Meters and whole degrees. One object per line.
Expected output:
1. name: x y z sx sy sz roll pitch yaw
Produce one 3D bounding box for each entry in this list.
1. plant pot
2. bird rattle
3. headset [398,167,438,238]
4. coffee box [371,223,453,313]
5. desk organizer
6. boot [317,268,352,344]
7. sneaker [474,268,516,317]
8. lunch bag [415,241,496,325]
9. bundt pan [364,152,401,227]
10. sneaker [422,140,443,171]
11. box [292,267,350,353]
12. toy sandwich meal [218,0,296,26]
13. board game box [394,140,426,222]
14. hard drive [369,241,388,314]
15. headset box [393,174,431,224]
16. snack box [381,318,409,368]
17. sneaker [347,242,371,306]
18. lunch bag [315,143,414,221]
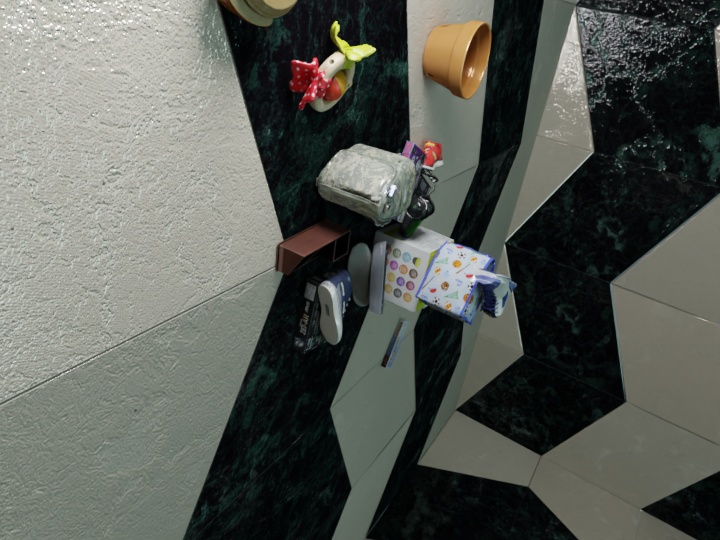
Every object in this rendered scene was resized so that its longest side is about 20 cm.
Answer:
1. plant pot: 0.264 -0.599 1.539 0.200 0.138 0.203 -45 147 -40
2. bird rattle: -0.057 -0.383 1.104 0.202 0.111 0.164 -57 170 -16
3. headset: 0.165 -0.193 1.609 0.202 0.093 0.123 -60 163 23
4. coffee box: 0.154 -0.019 1.734 0.199 0.195 0.204 -25 133 -56
5. desk organizer: -0.108 -0.051 1.300 0.199 0.076 0.073 -35 141 -51
6. boot: -0.056 0.097 1.432 0.090 0.072 0.203 -37 141 -37
7. sneaker: 0.373 0.070 1.530 0.198 0.079 0.118 22 88 -56
8. lunch bag: 0.284 0.029 1.601 0.124 0.168 0.204 34 79 -58
9. bundt pan: 0.053 -0.227 1.489 0.202 0.075 0.205 -47 150 -38
10. sneaker: 0.208 -0.363 1.727 0.200 0.075 0.087 -39 133 -59
11. box: -0.105 0.105 1.482 0.159 0.043 0.204 -22 129 -59
12. toy sandwich meal: -0.152 -0.488 0.849 0.205 0.069 0.209 -42 141 -46
13. board game box: 0.120 -0.238 1.500 0.119 0.032 0.204 12 100 -62
14. hard drive: 0.053 0.023 1.583 0.135 0.041 0.206 30 64 -84
15. headset box: 0.139 -0.225 1.674 0.152 0.076 0.199 -66 157 -1
16. snack box: 0.140 0.292 2.187 0.204 0.024 0.072 -68 157 0
17. sneaker: 0.000 0.000 1.609 0.083 0.072 0.204 -85 177 -60
18. lunch bag: 0.015 -0.199 1.284 0.167 0.197 0.142 -40 144 -47
